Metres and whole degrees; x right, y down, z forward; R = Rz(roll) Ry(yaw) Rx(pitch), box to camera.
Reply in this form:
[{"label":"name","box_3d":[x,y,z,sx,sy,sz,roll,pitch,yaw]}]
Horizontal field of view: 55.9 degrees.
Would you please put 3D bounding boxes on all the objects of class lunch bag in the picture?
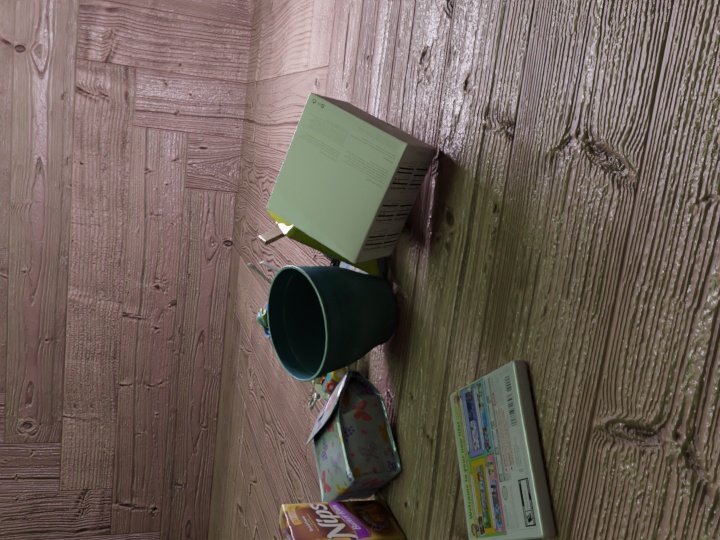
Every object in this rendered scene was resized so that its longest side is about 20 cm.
[{"label":"lunch bag","box_3d":[-0.024,0.311,1.265,0.170,0.125,0.203,125,139,-51]}]

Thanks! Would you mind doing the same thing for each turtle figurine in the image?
[{"label":"turtle figurine","box_3d":[-0.140,0.038,1.464,0.144,0.190,0.204,75,-173,-69]}]

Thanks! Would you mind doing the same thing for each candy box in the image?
[{"label":"candy box","box_3d":[-0.034,0.454,1.170,0.117,0.196,0.058,-140,55,-66]}]

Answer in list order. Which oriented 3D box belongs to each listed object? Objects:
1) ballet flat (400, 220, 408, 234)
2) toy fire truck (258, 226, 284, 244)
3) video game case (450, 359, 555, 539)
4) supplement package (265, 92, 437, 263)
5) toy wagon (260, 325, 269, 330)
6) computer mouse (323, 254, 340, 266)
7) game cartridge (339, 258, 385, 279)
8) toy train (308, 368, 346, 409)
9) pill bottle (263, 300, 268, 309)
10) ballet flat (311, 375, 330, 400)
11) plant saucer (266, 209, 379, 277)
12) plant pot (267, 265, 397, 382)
[{"label":"ballet flat","box_3d":[0.050,-0.127,1.253,0.073,0.067,0.200,-63,20,9]},{"label":"toy fire truck","box_3d":[-0.126,-0.123,1.549,0.202,0.127,0.176,-61,27,8]},{"label":"video game case","box_3d":[0.174,0.237,0.867,0.182,0.022,0.204,130,139,-60]},{"label":"supplement package","box_3d":[-0.013,-0.150,1.110,0.190,0.146,0.203,31,108,20]},{"label":"toy wagon","box_3d":[-0.144,0.152,1.560,0.039,0.199,0.158,-25,47,32]},{"label":"computer mouse","box_3d":[-0.076,-0.085,1.611,0.201,0.052,0.141,-118,35,-57]},{"label":"game cartridge","box_3d":[0.000,0.000,1.401,0.200,0.041,0.136,126,139,-58]},{"label":"toy train","box_3d":[-0.047,0.200,1.434,0.151,0.055,0.202,-51,17,43]},{"label":"pill bottle","box_3d":[-0.194,0.110,1.837,0.200,0.110,0.115,154,118,-68]},{"label":"ballet flat","box_3d":[-0.067,0.249,1.493,0.200,0.074,0.069,-141,52,-68]},{"label":"plant saucer","box_3d":[-0.065,-0.073,1.284,0.049,0.197,0.200,-63,24,8]},{"label":"plant pot","box_3d":[-0.041,0.082,1.231,0.199,0.185,0.204,14,107,52]}]
